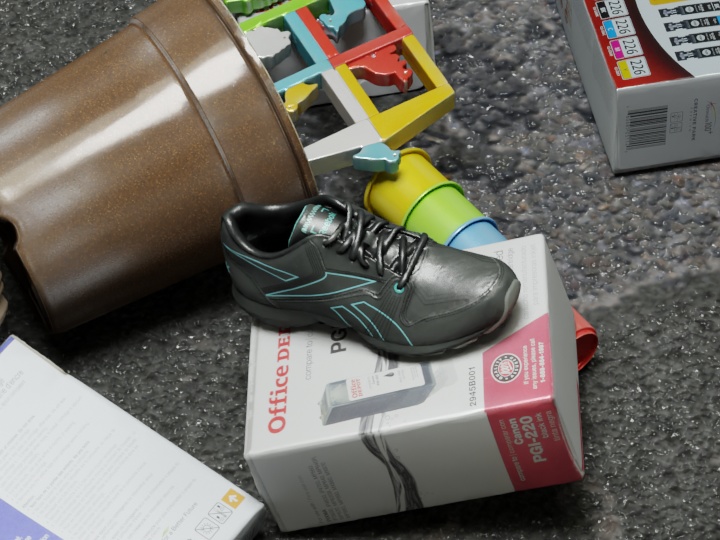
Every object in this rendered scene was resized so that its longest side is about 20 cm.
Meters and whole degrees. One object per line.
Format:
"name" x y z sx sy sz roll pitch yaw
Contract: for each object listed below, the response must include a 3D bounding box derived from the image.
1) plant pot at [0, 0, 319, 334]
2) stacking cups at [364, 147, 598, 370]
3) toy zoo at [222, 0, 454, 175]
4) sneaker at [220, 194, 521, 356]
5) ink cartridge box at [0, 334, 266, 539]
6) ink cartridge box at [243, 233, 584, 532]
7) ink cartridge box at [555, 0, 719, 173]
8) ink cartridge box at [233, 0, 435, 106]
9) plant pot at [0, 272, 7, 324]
"plant pot" -0.157 -0.067 1.575 0.198 0.201 0.200 -28 50 -12
"stacking cups" 0.084 -0.007 1.579 0.060 0.061 0.200 -29 51 -22
"toy zoo" -0.022 -0.142 1.645 0.131 0.021 0.200 -25 59 -15
"sneaker" 0.000 0.000 1.430 0.199 0.079 0.076 4 48 25
"ink cartridge box" -0.194 0.164 1.422 0.199 0.047 0.198 31 56 15
"ink cartridge box" 0.032 0.070 1.466 0.199 0.085 0.146 -13 44 13
"ink cartridge box" 0.248 -0.179 1.717 0.174 0.084 0.201 -9 46 -5
"ink cartridge box" -0.033 -0.225 1.782 0.145 0.086 0.201 -10 46 -6
"plant pot" -0.289 0.033 1.483 0.093 0.201 0.201 37 49 -12
